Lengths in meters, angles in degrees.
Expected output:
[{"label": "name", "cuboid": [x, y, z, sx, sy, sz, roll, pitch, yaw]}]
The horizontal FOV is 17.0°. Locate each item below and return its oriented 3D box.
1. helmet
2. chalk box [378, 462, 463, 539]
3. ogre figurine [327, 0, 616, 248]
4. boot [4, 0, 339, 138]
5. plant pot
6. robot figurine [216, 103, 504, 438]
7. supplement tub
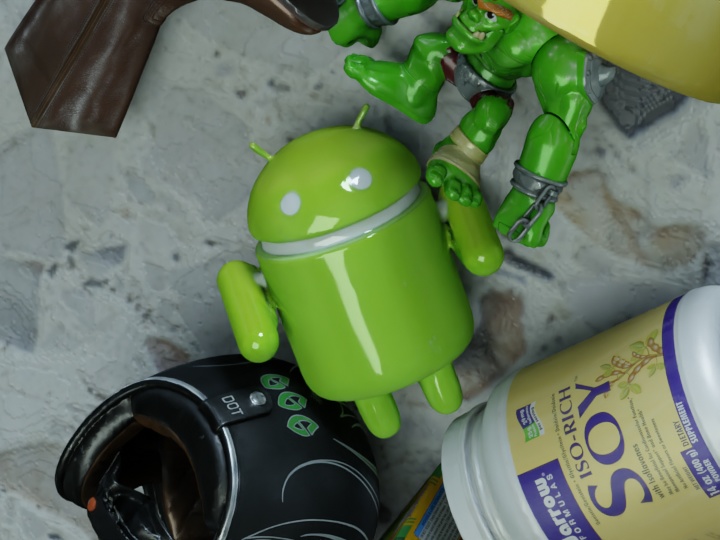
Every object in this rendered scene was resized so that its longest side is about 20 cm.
[{"label": "helmet", "cuboid": [-0.082, 0.152, 1.564, 0.199, 0.190, 0.202, -7, 78, 35]}, {"label": "chalk box", "cuboid": [0.036, 0.250, 1.607, 0.124, 0.125, 0.200, 37, 120, -1]}, {"label": "ogre figurine", "cuboid": [0.069, -0.123, 1.428, 0.098, 0.201, 0.120, 19, 120, -42]}, {"label": "boot", "cuboid": [-0.124, -0.142, 1.502, 0.186, 0.064, 0.201, 43, 120, 16]}, {"label": "plant pot", "cuboid": [0.161, -0.220, 1.300, 0.200, 0.201, 0.190, 30, 107, 4]}, {"label": "robot figurine", "cuboid": [0.000, 0.000, 1.501, 0.174, 0.116, 0.201, -20, 107, 0]}, {"label": "supplement tub", "cuboid": [0.164, 0.109, 1.478, 0.199, 0.146, 0.146, -27, 104, 28]}]
